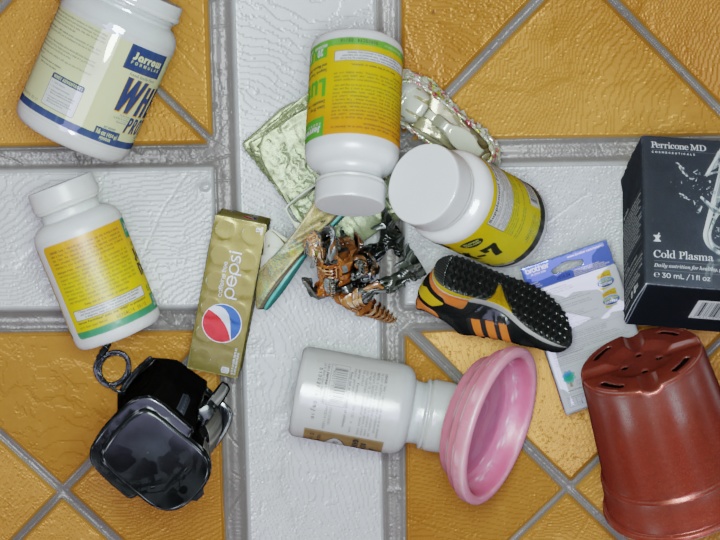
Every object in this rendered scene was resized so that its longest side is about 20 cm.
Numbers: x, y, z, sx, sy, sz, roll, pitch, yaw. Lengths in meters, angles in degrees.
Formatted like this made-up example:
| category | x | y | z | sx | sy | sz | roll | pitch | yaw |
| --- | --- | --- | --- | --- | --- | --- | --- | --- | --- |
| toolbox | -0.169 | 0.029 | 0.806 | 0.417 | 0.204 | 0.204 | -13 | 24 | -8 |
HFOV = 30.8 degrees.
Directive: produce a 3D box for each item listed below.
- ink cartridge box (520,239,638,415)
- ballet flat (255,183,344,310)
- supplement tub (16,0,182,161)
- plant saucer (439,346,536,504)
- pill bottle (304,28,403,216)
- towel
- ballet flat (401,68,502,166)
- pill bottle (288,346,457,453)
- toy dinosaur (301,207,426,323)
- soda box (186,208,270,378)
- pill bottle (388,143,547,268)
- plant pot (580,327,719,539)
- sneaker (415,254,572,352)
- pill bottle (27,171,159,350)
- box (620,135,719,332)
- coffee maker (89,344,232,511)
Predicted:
| category | x | y | z | sx | sy | sz | roll | pitch | yaw |
| --- | --- | --- | --- | --- | --- | --- | --- | --- | --- |
| ink cartridge box | 0.284 | 0.069 | 1.652 | 0.119 | 0.042 | 0.200 | -19 | 102 | 4 |
| ballet flat | -0.077 | -0.044 | 1.590 | 0.071 | 0.071 | 0.200 | 40 | 93 | -5 |
| supplement tub | -0.307 | -0.246 | 1.555 | 0.145 | 0.145 | 0.200 | 25 | 99 | -3 |
| plant saucer | 0.153 | 0.186 | 1.609 | 0.051 | 0.200 | 0.201 | 17 | 101 | 28 |
| pill bottle | -0.008 | -0.170 | 1.527 | 0.111 | 0.111 | 0.201 | 2 | 74 | 0 |
| towel | -0.036 | -0.123 | 1.627 | 0.148 | 0.036 | 0.200 | -35 | 97 | 6 |
| ballet flat | 0.091 | -0.187 | 1.600 | 0.200 | 0.064 | 0.076 | 32 | 97 | -4 |
| pill bottle | 0.016 | 0.168 | 1.635 | 0.199 | 0.114 | 0.115 | 10 | 100 | -1 |
| toy dinosaur | 0.000 | 0.000 | 1.594 | 0.136 | 0.200 | 0.102 | -33 | 70 | 2 |
| soda box | -0.165 | 0.027 | 1.640 | 0.068 | 0.064 | 0.201 | 11 | 99 | -1 |
| pill bottle | 0.127 | -0.076 | 1.540 | 0.114 | 0.200 | 0.115 | -11 | 71 | 35 |
| plant pot | 0.361 | 0.187 | 1.571 | 0.200 | 0.201 | 0.196 | -20 | 110 | 4 |
| sneaker | 0.163 | 0.054 | 1.613 | 0.200 | 0.070 | 0.090 | 26 | 139 | -12 |
| pill bottle | -0.333 | -0.014 | 1.612 | 0.112 | 0.113 | 0.200 | -20 | 98 | 4 |
| box | 0.419 | -0.041 | 1.549 | 0.199 | 0.124 | 0.197 | 4 | 64 | 0 |
| coffee maker | -0.262 | 0.190 | 1.600 | 0.192 | 0.200 | 0.135 | 19 | 99 | -2 |
